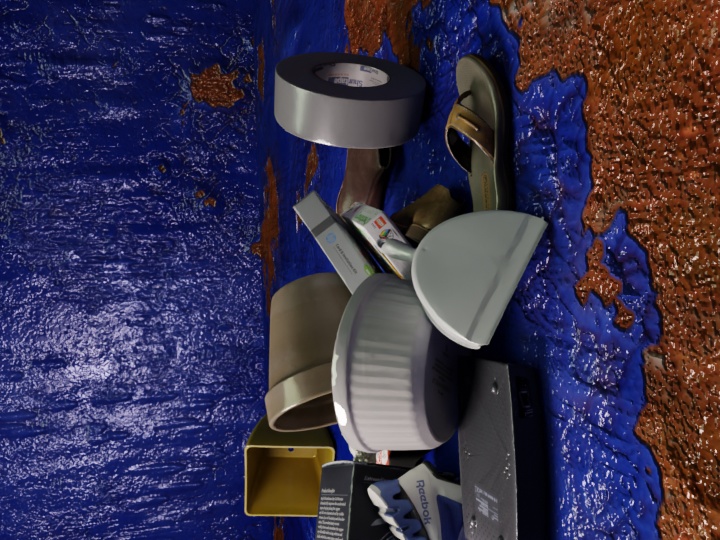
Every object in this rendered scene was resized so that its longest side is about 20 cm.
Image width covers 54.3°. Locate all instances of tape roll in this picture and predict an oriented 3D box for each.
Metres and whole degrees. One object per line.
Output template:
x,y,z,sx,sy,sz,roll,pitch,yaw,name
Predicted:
-0.015,-0.231,0.939,0.200,0.200,0.066,-114,26,-55,tape roll

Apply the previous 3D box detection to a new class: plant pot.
-0.047,0.105,0.958,0.200,0.200,0.174,115,141,-60,plant pot
-0.166,0.445,1.672,0.176,0.200,0.200,-96,9,-66,plant pot

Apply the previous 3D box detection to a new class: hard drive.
0.141,0.189,0.717,0.135,0.042,0.200,170,98,-75,hard drive

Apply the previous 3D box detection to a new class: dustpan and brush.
0.081,-0.009,0.712,0.200,0.057,0.140,23,81,37,dustpan and brush

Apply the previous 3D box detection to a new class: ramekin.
0.056,0.104,0.778,0.202,0.094,0.203,-7,-82,-64,ramekin

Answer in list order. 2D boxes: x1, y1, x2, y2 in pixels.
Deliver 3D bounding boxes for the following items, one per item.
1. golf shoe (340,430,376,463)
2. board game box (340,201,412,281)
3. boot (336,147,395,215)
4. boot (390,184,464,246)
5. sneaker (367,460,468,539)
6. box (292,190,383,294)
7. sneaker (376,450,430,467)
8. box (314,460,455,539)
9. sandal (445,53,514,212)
0.029,0.316,1.155,0.200,0.078,0.097,-129,19,-71,golf shoe
0.036,-0.029,0.934,0.126,0.035,0.200,52,178,-12,board game box
0.010,-0.137,1.105,0.166,0.072,0.200,147,123,-75,boot
0.085,-0.066,0.892,0.076,0.074,0.200,-62,12,0,boot
0.108,0.299,0.799,0.200,0.115,0.081,57,164,0,sneaker
0.000,0.000,0.955,0.200,0.041,0.156,56,-173,27,box
0.056,0.221,0.998,0.202,0.067,0.108,105,158,-49,sneaker
0.027,0.343,0.863,0.104,0.148,0.200,-33,47,59,box
0.117,-0.132,0.736,0.082,0.054,0.200,164,103,-75,sandal
